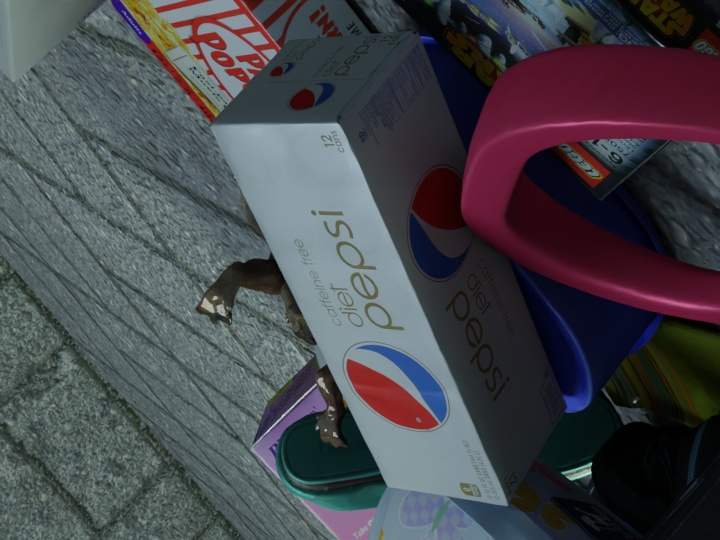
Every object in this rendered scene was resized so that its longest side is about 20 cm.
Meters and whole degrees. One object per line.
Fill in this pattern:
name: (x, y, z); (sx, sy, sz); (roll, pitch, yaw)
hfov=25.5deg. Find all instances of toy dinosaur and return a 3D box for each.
toy dinosaur: (0.000, 0.000, 0.843); (0.200, 0.136, 0.086); (46, 148, -23)

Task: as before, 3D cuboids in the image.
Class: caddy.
caddy: (0.054, -0.018, 0.748); (0.200, 0.105, 0.141); (49, 141, -15)

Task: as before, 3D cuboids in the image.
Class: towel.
towel: (0.172, 0.057, 0.790); (0.086, 0.018, 0.200); (51, 164, -26)

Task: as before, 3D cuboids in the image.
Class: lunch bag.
lunch bag: (0.100, 0.180, 0.795); (0.169, 0.127, 0.200); (37, 158, 41)

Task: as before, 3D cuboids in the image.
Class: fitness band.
fitness band: (0.109, -0.027, 0.573); (0.143, 0.038, 0.200); (17, 166, 3)

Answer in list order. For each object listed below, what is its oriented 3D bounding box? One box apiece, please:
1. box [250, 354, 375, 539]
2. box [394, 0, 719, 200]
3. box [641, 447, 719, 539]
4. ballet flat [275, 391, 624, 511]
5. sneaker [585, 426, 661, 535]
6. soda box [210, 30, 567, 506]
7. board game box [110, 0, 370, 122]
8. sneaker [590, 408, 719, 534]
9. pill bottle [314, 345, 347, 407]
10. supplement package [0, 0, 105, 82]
box: (0.022, 0.157, 1.231); (0.200, 0.097, 0.176); (45, -176, -3)
box: (0.049, -0.123, 0.593); (0.200, 0.040, 0.137); (44, 167, 3)
box: (0.164, 0.092, 0.537); (0.104, 0.200, 0.148); (41, 165, 12)
ballet flat: (0.052, 0.100, 0.916); (0.070, 0.199, 0.068); (70, -166, -70)
sneaker: (0.166, 0.148, 0.969); (0.070, 0.082, 0.201); (8, 134, 6)
soda box: (0.017, 0.003, 0.658); (0.068, 0.064, 0.201); (3, 130, 37)
board game box: (-0.049, -0.113, 0.879); (0.152, 0.046, 0.200); (50, 165, -19)
sneaker: (0.171, 0.105, 0.772); (0.073, 0.082, 0.200); (30, -174, -11)
pill bottle: (0.029, 0.057, 1.005); (0.109, 0.109, 0.200); (40, 165, 19)
supplement package: (-0.186, -0.206, 0.854); (0.120, 0.121, 0.200); (45, 166, -1)
